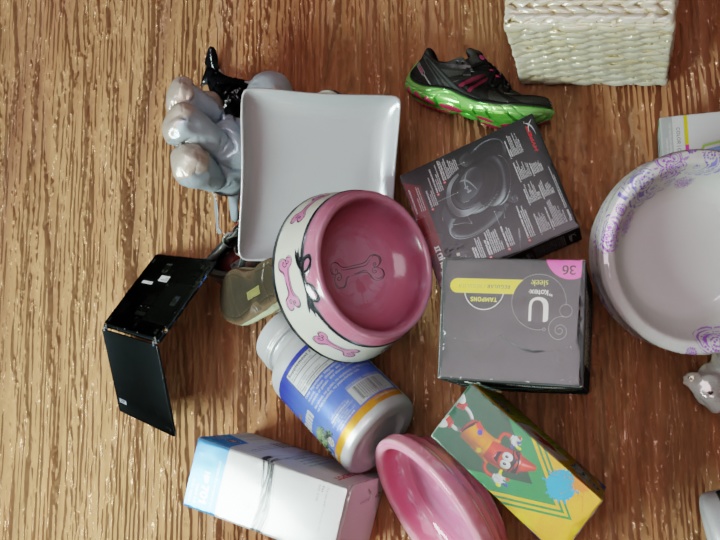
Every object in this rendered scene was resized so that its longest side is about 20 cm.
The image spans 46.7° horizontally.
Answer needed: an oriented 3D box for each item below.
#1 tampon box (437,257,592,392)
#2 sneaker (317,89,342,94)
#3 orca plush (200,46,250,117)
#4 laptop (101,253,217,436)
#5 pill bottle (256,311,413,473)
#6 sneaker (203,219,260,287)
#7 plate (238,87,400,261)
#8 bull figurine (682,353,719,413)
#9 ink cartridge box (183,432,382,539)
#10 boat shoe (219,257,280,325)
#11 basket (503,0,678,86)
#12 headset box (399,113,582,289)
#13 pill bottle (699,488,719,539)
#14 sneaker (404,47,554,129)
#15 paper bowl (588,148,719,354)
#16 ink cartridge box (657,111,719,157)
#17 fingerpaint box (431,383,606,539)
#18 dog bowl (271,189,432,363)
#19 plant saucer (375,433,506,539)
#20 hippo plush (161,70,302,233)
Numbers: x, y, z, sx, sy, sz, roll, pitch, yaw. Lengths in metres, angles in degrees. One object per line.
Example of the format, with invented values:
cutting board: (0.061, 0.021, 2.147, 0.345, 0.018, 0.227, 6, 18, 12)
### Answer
tampon box: (0.176, 0.065, 0.913, 0.146, 0.200, 0.130, 1, 80, 17)
sneaker: (-0.025, -0.139, 1.075, 0.066, 0.090, 0.205, -14, 77, 14)
orca plush: (-0.158, -0.243, 1.148, 0.105, 0.071, 0.201, -41, 71, 7)
laptop: (-0.260, 0.091, 1.110, 0.175, 0.103, 0.202, 5, 55, 50)
pill bottle: (-0.038, 0.137, 1.013, 0.199, 0.112, 0.113, 41, 94, 31)
sneaker: (-0.126, -0.047, 1.097, 0.199, 0.082, 0.077, -42, 71, 7)
plate: (-0.052, -0.114, 1.015, 0.195, 0.032, 0.205, -1, 104, -17)
bull figurine: (0.443, 0.083, 0.893, 0.195, 0.065, 0.125, -10, 76, 17)
ink cartridge box: (-0.087, 0.261, 0.994, 0.196, 0.146, 0.088, 14, 86, 20)
boat shoe: (-0.112, 0.027, 1.040, 0.199, 0.075, 0.074, -12, 83, 57)
basket: (0.266, -0.320, 0.955, 0.195, 0.198, 0.165, 6, 84, 19)
headset box: (0.149, -0.072, 1.013, 0.197, 0.077, 0.152, -25, 73, 14)
pill bottle: (0.453, 0.262, 0.832, 0.196, 0.112, 0.115, -16, 76, 15)
sneaker: (0.150, -0.232, 1.042, 0.196, 0.077, 0.086, 21, 91, 19)
paper bowl: (0.339, -0.019, 0.870, 0.195, 0.104, 0.206, 0, 90, 4)
ink cartridge box: (0.438, -0.122, 0.934, 0.195, 0.059, 0.107, -2, 79, 18)
fingerpaint box: (0.174, 0.208, 0.888, 0.166, 0.200, 0.074, 41, 93, 19)
dog bowl: (0.000, 0.000, 0.955, 0.073, 0.196, 0.205, -20, 70, 53)
plant saucer: (0.094, 0.264, 0.927, 0.050, 0.202, 0.202, -30, 69, -23)
hippo plush: (-0.144, -0.161, 1.047, 0.157, 0.160, 0.204, -15, 103, 13)
